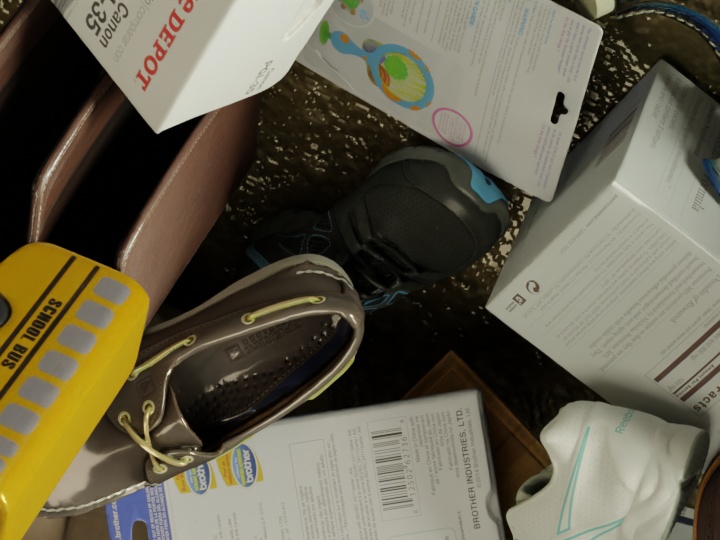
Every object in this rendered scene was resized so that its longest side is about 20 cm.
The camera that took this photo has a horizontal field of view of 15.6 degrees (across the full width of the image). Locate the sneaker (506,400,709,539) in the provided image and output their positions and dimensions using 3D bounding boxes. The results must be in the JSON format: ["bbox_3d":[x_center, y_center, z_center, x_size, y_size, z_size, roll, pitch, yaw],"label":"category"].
[{"bbox_3d":[0.111,0.139,1.305,0.080,0.070,0.201,23,130,11],"label":"sneaker"}]

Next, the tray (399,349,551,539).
[{"bbox_3d":[0.010,0.146,1.366,0.200,0.037,0.099,-44,85,1],"label":"tray"}]

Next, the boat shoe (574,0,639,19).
[{"bbox_3d":[0.092,-0.217,1.193,0.063,0.074,0.202,-27,104,-4],"label":"boat shoe"}]

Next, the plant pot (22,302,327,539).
[{"bbox_3d":[-0.114,0.096,1.437,0.174,0.201,0.201,11,130,-10],"label":"plant pot"}]

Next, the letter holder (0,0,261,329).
[{"bbox_3d":[-0.123,-0.071,1.292,0.100,0.200,0.143,19,128,9],"label":"letter holder"}]

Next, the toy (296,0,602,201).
[{"bbox_3d":[0.027,-0.130,1.280,0.199,0.047,0.115,28,138,14],"label":"toy"}]

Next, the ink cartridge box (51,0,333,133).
[{"bbox_3d":[-0.099,-0.189,1.220,0.200,0.083,0.147,51,138,13],"label":"ink cartridge box"}]

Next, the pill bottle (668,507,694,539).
[{"bbox_3d":[0.150,0.179,1.417,0.199,0.111,0.111,14,128,13],"label":"pill bottle"}]

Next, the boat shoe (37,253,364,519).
[{"bbox_3d":[-0.087,0.063,1.282,0.199,0.060,0.072,-30,110,0],"label":"boat shoe"}]

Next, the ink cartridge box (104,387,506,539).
[{"bbox_3d":[-0.027,0.133,1.331,0.199,0.042,0.120,-9,89,1],"label":"ink cartridge box"}]

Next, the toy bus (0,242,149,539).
[{"bbox_3d":[-0.168,0.070,1.151,0.078,0.200,0.065,23,129,5],"label":"toy bus"}]

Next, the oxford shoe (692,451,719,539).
[{"bbox_3d":[0.194,0.115,1.234,0.071,0.073,0.201,17,131,7],"label":"oxford shoe"}]

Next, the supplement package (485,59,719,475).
[{"bbox_3d":[0.181,0.016,1.287,0.200,0.114,0.110,37,130,-8],"label":"supplement package"}]

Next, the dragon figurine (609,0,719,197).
[{"bbox_3d":[0.202,-0.057,1.234,0.200,0.100,0.059,39,129,-8],"label":"dragon figurine"}]

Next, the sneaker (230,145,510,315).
[{"bbox_3d":[0.000,0.000,1.344,0.073,0.082,0.200,44,142,-15],"label":"sneaker"}]
